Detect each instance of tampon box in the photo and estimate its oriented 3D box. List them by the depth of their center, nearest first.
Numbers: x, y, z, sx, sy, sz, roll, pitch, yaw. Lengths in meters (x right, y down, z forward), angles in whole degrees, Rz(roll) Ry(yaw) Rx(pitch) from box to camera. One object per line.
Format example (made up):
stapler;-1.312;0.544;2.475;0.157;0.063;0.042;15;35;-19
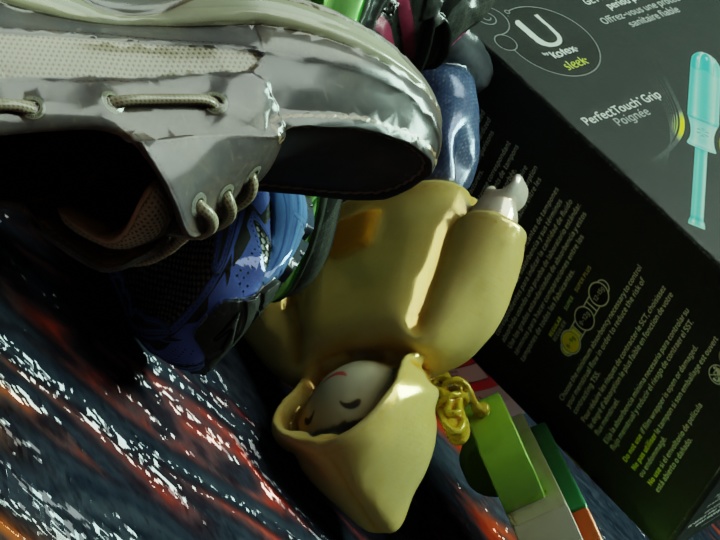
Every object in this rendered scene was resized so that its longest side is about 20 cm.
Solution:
tampon box;0.124;-0.015;0.901;0.150;0.126;0.200;-21;58;-43

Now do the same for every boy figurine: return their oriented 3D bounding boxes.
boy figurine;0.000;0.000;0.789;0.064;0.124;0.201;53;38;-48

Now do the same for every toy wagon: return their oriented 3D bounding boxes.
toy wagon;0.078;0.118;0.833;0.155;0.039;0.200;-113;180;-60

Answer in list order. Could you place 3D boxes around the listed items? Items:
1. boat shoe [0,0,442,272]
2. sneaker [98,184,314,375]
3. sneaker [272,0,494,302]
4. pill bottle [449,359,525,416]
boat shoe;-0.065;-0.035;0.591;0.199;0.074;0.074;7;64;-31
sneaker;-0.081;-0.040;0.692;0.078;0.075;0.200;27;20;-40
sneaker;0.004;-0.080;0.740;0.084;0.201;0.077;17;4;-34
pill bottle;0.035;-0.031;1.044;0.200;0.112;0.112;48;11;-26
